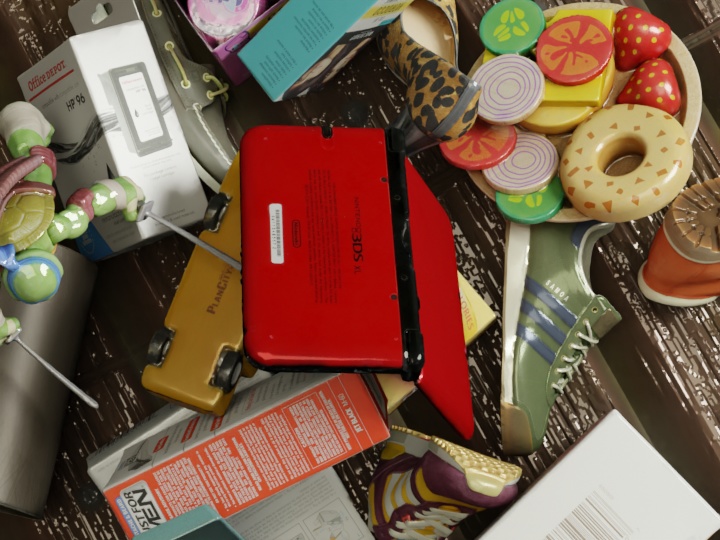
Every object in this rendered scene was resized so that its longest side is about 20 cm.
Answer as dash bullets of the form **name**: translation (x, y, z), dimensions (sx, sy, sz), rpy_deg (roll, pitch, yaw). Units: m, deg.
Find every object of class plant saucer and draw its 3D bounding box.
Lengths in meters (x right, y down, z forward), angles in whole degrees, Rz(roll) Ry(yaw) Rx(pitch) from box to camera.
- **plant saucer**: translation (-0.112, 0.207, 1.180), dimensions (0.070, 0.200, 0.019), rpy_deg (-25, 66, -1)

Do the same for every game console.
- **game console**: translation (-0.002, 0.010, 1.163), dimensions (0.172, 0.119, 0.200), rpy_deg (1, 55, -7)

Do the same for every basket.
- **basket**: translation (-0.284, 0.076, 1.261), dimensions (0.136, 0.180, 0.200), rpy_deg (25, 73, -34)

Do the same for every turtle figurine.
- **turtle figurine**: translation (-0.223, -0.016, 1.173), dimensions (0.144, 0.200, 0.194), rpy_deg (-59, 41, 24)

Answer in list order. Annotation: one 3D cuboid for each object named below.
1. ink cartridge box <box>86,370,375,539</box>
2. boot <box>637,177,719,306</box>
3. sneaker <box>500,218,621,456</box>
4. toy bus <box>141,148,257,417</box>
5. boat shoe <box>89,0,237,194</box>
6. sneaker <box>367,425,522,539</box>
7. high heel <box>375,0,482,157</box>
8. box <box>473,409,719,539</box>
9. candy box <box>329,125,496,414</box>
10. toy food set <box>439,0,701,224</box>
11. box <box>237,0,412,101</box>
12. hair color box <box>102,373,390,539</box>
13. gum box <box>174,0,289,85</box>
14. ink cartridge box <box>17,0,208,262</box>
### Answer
- **ink cartridge box**: translation (-0.094, 0.188, 1.288), dimensions (0.162, 0.057, 0.200), rpy_deg (-32, 102, 0)
- **boot**: translation (0.303, -0.029, 1.262), dimensions (0.200, 0.107, 0.075), rpy_deg (-12, 60, -22)
- **sneaker**: translation (0.155, 0.043, 1.263), dimensions (0.090, 0.067, 0.201), rpy_deg (1, 80, 10)
- **toy bus**: translation (-0.091, 0.009, 1.212), dimensions (0.065, 0.078, 0.200), rpy_deg (18, 76, 12)
- **boat shoe**: translation (-0.143, -0.149, 1.309), dimensions (0.060, 0.072, 0.202), rpy_deg (-34, 78, 5)
- **sneaker**: translation (0.056, 0.170, 1.196), dimensions (0.075, 0.200, 0.090), rpy_deg (21, 84, -11)
- **high heel**: translation (0.067, -0.177, 1.250), dimensions (0.071, 0.142, 0.200), rpy_deg (24, 64, -22)
- **box**: translation (0.158, 0.193, 1.179), dimensions (0.152, 0.200, 0.106), rpy_deg (-44, 81, -2)
- **candy box**: translation (0.000, 0.000, 1.288), dimensions (0.117, 0.056, 0.200), rpy_deg (-40, 83, 0)
- **toy food set**: translation (0.161, -0.124, 1.264), dimensions (0.197, 0.049, 0.200), rpy_deg (2, 67, 20)
- **box**: translation (0.003, -0.210, 1.229), dimensions (0.200, 0.082, 0.049), rpy_deg (-41, 83, 29)
- **hair color box**: translation (-0.079, 0.127, 1.197), dimensions (0.200, 0.111, 0.064), rpy_deg (-26, 98, 4)
- **gum box**: translation (-0.045, -0.240, 1.290), dimensions (0.200, 0.114, 0.066), rpy_deg (-37, 82, -1)
- **ink cartridge box**: translation (-0.198, -0.116, 1.265), dimensions (0.068, 0.116, 0.200), rpy_deg (-20, 91, -34)
